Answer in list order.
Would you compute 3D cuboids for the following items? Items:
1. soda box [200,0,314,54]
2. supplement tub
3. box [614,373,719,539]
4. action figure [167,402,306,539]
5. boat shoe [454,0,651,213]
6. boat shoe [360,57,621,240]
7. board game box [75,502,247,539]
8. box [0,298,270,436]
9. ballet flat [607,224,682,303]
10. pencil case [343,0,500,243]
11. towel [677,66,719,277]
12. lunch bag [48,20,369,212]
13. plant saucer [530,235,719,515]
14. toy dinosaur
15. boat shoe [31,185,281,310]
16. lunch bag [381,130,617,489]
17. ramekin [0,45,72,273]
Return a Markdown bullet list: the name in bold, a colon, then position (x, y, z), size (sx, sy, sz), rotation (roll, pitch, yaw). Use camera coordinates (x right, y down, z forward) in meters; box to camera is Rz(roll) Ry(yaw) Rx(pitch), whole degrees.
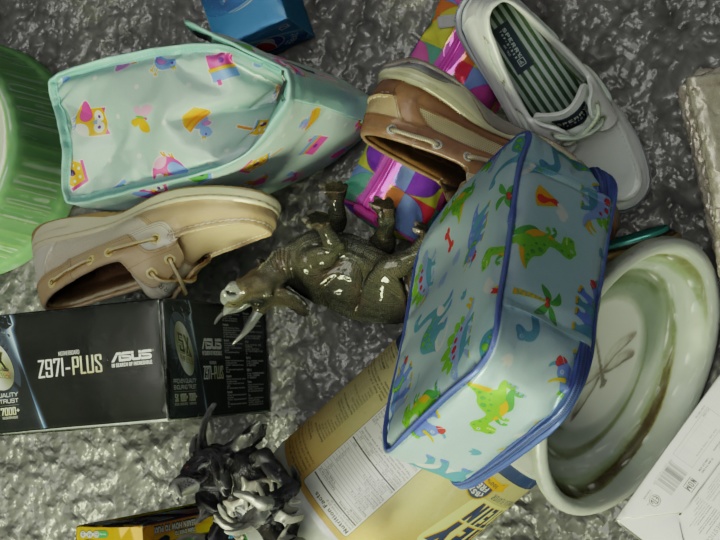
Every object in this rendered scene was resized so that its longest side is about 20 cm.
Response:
- **soda box**: position (-0.105, -0.269, 1.169), size (0.064, 0.068, 0.201), rotation (-22, 80, 15)
- **supplement tub**: position (0.025, 0.146, 1.062), size (0.200, 0.144, 0.144), rotation (-43, 76, 11)
- **box**: position (0.233, 0.127, 0.969), size (0.060, 0.200, 0.117), rotation (36, 95, 15)
- **action figure**: position (-0.077, 0.179, 0.971), size (0.200, 0.102, 0.119), rotation (52, 126, 25)
- **boat shoe**: position (0.137, -0.112, 1.040), size (0.074, 0.067, 0.200), rotation (-45, 106, 3)
- **boat shoe**: position (0.087, -0.066, 1.030), size (0.200, 0.076, 0.072), rotation (32, 72, -3)
- **board game box**: position (-0.132, 0.257, 1.074), size (0.057, 0.200, 0.166), rotation (-5, 85, 19)
- **box**: position (-0.178, 0.073, 1.100), size (0.163, 0.200, 0.086), rotation (-6, 85, 17)
- **ballet flat**: position (0.139, 0.016, 1.078), size (0.199, 0.069, 0.063), rotation (-11, 97, 18)
- **pencil case**: position (0.056, -0.119, 1.101), size (0.088, 0.088, 0.200), rotation (28, 96, 17)
- **towel**: position (0.299, -0.052, 1.022), size (0.132, 0.034, 0.201), rotation (-9, 84, -7)
- **lunch bag**: position (-0.103, -0.111, 1.103), size (0.199, 0.170, 0.122), rotation (-14, 82, 21)
- **plant saucer**: position (0.168, 0.066, 1.007), size (0.050, 0.200, 0.201), rotation (25, 94, 39)
- **toy dinosaur**: position (0.000, 0.000, 1.067), size (0.199, 0.077, 0.103), rotation (7, 125, -6)
- **boat shoe**: position (-0.147, -0.010, 1.067), size (0.199, 0.074, 0.069), rotation (-12, 67, 23)
- **lunch bag**: position (0.083, 0.026, 0.921), size (0.082, 0.200, 0.161), rotation (26, 139, -15)
- **ramekin**: position (-0.339, -0.097, 1.215), size (0.199, 0.098, 0.201), rotation (-1, 86, 17)
